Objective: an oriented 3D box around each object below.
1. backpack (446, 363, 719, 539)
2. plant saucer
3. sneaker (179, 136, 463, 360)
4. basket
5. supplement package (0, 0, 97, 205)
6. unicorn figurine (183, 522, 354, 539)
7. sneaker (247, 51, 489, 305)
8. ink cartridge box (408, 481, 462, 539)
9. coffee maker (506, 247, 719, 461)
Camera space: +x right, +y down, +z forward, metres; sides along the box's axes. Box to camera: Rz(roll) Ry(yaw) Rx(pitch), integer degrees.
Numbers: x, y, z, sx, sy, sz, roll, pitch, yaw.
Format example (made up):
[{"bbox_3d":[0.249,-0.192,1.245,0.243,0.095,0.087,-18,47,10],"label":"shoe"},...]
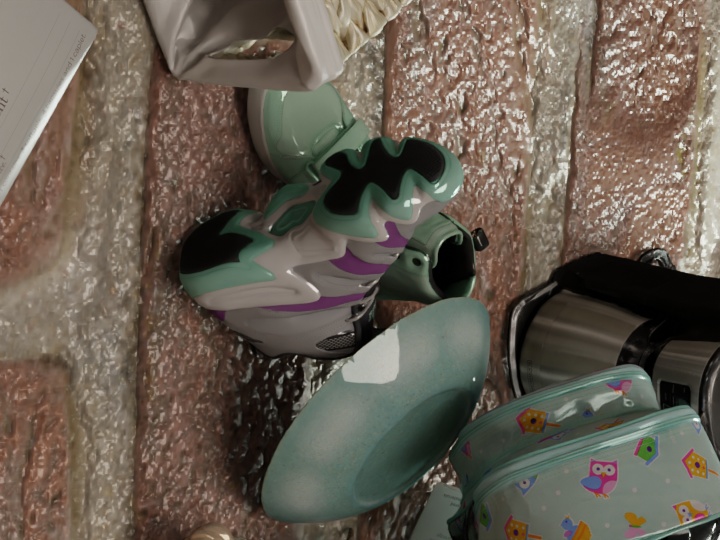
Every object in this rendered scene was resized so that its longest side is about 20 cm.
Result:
[{"bbox_3d":[0.150,0.148,1.584,0.176,0.200,0.153,-15,83,-10],"label":"backpack"},{"bbox_3d":[0.023,0.105,1.599,0.201,0.039,0.201,-37,155,-21],"label":"plant saucer"},{"bbox_3d":[0.000,0.000,1.531,0.140,0.200,0.078,51,31,-35],"label":"sneaker"},{"bbox_3d":[-0.062,-0.224,1.456,0.123,0.136,0.200,-40,124,-36],"label":"basket"},{"bbox_3d":[-0.283,-0.106,1.250,0.200,0.147,0.191,39,71,-43],"label":"supplement package"},{"bbox_3d":[-0.064,0.219,1.580,0.137,0.074,0.200,-52,148,-1],"label":"unicorn figurine"},{"bbox_3d":[0.011,-0.059,1.569,0.074,0.118,0.200,-49,128,-25],"label":"sneaker"},{"bbox_3d":[0.076,0.276,1.728,0.146,0.085,0.200,40,72,-41],"label":"ink cartridge box"},{"bbox_3d":[0.237,0.051,1.756,0.192,0.200,0.135,-50,129,-25],"label":"coffee maker"}]
